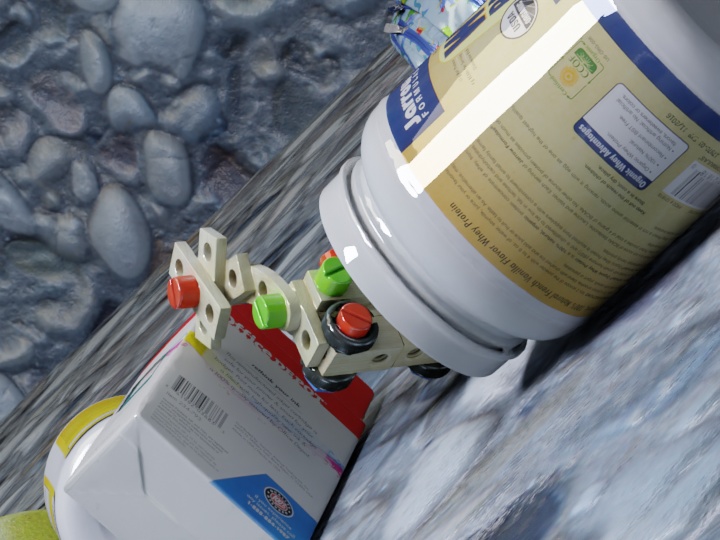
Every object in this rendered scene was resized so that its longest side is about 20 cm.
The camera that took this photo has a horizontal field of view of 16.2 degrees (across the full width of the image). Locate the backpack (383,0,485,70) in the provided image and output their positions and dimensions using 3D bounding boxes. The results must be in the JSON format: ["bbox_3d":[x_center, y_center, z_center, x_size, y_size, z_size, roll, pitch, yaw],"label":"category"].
[{"bbox_3d":[0.098,-0.163,1.733,0.154,0.163,0.200,-56,16,-8],"label":"backpack"}]

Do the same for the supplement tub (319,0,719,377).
[{"bbox_3d":[0.091,-0.059,1.182,0.200,0.144,0.144,-43,8,20],"label":"supplement tub"}]

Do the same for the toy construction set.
[{"bbox_3d":[0.000,0.000,1.345,0.199,0.131,0.092,-15,-31,-17],"label":"toy construction set"}]

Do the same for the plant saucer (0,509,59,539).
[{"bbox_3d":[-0.259,0.250,1.531,0.200,0.048,0.200,-41,31,12],"label":"plant saucer"}]

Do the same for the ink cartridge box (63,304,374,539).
[{"bbox_3d":[-0.071,0.092,1.380,0.067,0.116,0.200,-45,6,25],"label":"ink cartridge box"}]

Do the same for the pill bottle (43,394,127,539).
[{"bbox_3d":[-0.134,0.133,1.528,0.112,0.112,0.200,-47,8,-6],"label":"pill bottle"}]
